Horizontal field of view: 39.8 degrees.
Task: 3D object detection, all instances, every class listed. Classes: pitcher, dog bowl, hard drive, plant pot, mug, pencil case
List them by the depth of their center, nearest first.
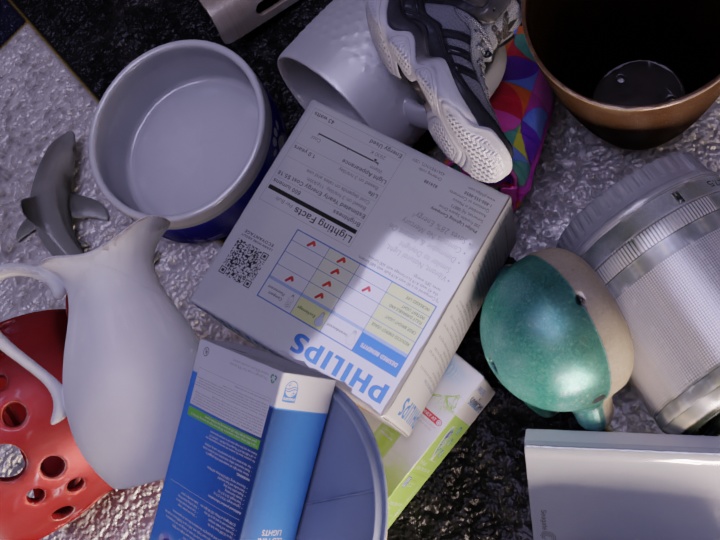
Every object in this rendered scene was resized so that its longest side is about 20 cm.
[{"bbox_3d":[-0.211,0.075,0.807,0.169,0.121,0.203,-16,88,-4],"label":"pitcher"},{"bbox_3d":[0.238,0.186,0.812,0.197,0.133,0.027,0,37,16],"label":"hard drive"},{"bbox_3d":[0.245,-0.186,0.870,0.184,0.200,0.189,-5,73,15],"label":"plant pot"},{"bbox_3d":[0.048,-0.196,0.918,0.176,0.148,0.199,-47,47,-9],"label":"mug"},{"bbox_3d":[0.139,-0.142,0.919,0.087,0.089,0.201,13,55,19],"label":"pencil case"},{"bbox_3d":[-0.284,0.130,0.943,0.181,0.201,0.202,-27,69,-2],"label":"plant pot"},{"bbox_3d":[-0.180,-0.134,1.046,0.197,0.079,0.203,-5,73,15],"label":"dog bowl"}]

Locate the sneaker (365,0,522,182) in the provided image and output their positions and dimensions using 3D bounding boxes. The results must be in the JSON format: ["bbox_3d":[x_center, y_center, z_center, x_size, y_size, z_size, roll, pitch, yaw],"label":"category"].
[{"bbox_3d":[0.092,-0.168,0.796,0.113,0.076,0.201,-28,63,-7],"label":"sneaker"}]

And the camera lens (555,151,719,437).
[{"bbox_3d":[0.275,0.026,0.823,0.159,0.160,0.201,-33,68,5],"label":"camera lens"}]

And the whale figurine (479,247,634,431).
[{"bbox_3d":[0.146,0.070,0.825,0.103,0.200,0.160,-25,70,-15],"label":"whale figurine"}]

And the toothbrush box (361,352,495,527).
[{"bbox_3d":[0.004,0.137,0.912,0.145,0.086,0.200,39,87,21],"label":"toothbrush box"}]

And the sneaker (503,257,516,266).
[{"bbox_3d":[0.062,-0.012,0.956,0.199,0.070,0.094,35,104,20],"label":"sneaker"}]

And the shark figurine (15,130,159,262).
[{"bbox_3d":[-0.319,-0.045,1.059,0.128,0.089,0.215,-40,66,4],"label":"shark figurine"}]

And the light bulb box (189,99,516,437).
[{"bbox_3d":[0.000,0.000,0.840,0.197,0.125,0.201,28,81,19],"label":"light bulb box"}]

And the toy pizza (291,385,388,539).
[{"bbox_3d":[-0.048,0.181,0.755,0.199,0.032,0.203,-13,71,41],"label":"toy pizza"}]

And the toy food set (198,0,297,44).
[{"bbox_3d":[-0.143,-0.362,1.119,0.143,0.061,0.201,-33,69,-7],"label":"toy food set"}]

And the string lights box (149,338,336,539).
[{"bbox_3d":[-0.095,0.163,0.740,0.102,0.059,0.203,15,91,44],"label":"string lights box"}]
